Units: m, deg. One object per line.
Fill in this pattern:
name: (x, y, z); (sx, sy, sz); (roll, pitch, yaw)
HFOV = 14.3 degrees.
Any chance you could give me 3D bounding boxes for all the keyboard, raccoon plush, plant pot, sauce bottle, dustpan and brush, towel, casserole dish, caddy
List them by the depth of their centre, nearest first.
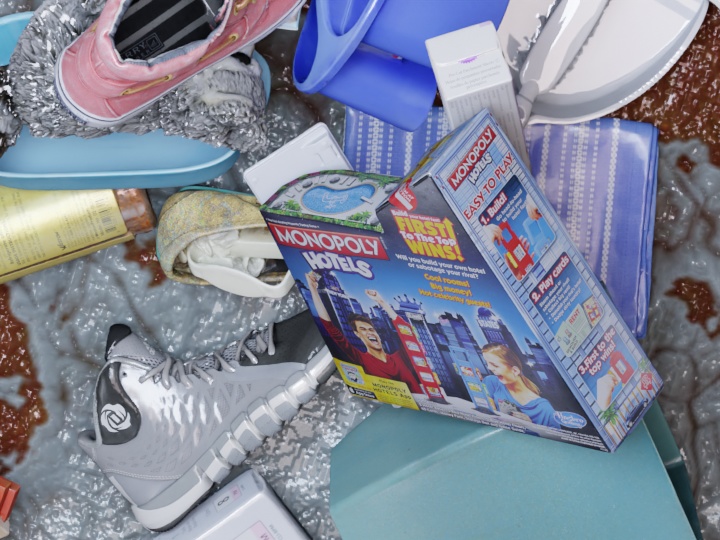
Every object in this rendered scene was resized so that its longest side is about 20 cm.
raccoon plush: (-0.143, -0.080, 1.660); (0.134, 0.097, 0.200); (47, 105, 13)
caddy: (0.022, -0.181, 1.679); (0.105, 0.141, 0.200); (26, 53, -15)
keyboard: (0.000, 0.000, 1.704); (0.056, 0.011, 0.200); (-30, 123, 4)
casserole dish: (-0.151, -0.098, 1.719); (0.200, 0.039, 0.121); (-1, 58, 6)
sauce bottle: (-0.226, -0.023, 1.745); (0.200, 0.066, 0.066); (-18, 100, -3)
plant pot: (0.088, 0.127, 1.752); (0.200, 0.141, 0.142); (-22, 111, 9)
dustpan and brush: (0.110, -0.120, 1.754); (0.139, 0.057, 0.200); (31, 98, -4)
towel: (0.085, -0.028, 1.790); (0.200, 0.024, 0.145); (3, 98, -5)

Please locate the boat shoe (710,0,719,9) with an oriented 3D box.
boat shoe: (0.214, -0.213, 1.756); (0.200, 0.062, 0.073); (42, 124, 3)

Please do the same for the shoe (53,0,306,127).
shoe: (-0.077, -0.154, 1.566); (0.200, 0.091, 0.072); (-40, 93, -26)

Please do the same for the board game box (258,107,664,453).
board game box: (0.049, -0.004, 1.618); (0.062, 0.200, 0.200); (-49, 132, -31)

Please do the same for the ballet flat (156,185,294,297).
ballet flat: (-0.028, -0.011, 1.740); (0.200, 0.071, 0.071); (3, 100, 12)

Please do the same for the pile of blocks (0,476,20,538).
pile of blocks: (-0.259, 0.094, 1.729); (0.062, 0.082, 0.200); (-20, 116, 17)

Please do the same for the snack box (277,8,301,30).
snack box: (-0.040, -0.247, 1.696); (0.037, 0.116, 0.200); (8, 99, -6)

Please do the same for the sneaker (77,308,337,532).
sneaker: (-0.096, 0.060, 1.762); (0.115, 0.075, 0.200); (45, 100, -6)

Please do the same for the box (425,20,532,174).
box: (0.070, -0.085, 1.636); (0.041, 0.200, 0.039); (-19, 72, 3)

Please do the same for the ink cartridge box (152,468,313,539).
ink cartridge box: (-0.096, 0.246, 1.799); (0.200, 0.057, 0.163); (-38, 110, -2)
